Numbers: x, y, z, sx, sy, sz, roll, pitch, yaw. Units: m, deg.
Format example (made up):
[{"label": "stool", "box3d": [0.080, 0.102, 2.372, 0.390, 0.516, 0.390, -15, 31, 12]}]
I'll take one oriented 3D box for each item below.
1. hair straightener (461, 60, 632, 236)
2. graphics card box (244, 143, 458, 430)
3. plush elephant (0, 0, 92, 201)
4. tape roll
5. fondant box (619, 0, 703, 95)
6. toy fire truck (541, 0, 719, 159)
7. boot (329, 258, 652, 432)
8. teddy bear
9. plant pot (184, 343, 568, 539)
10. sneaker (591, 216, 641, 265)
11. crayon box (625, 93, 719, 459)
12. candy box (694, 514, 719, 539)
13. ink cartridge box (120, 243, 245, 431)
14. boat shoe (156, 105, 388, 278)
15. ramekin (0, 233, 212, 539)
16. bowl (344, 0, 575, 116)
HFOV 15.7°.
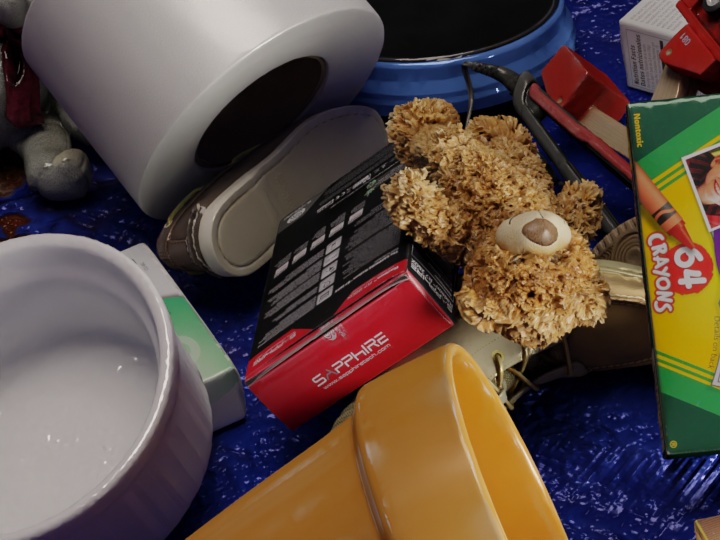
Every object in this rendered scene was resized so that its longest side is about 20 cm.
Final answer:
[{"label": "hair straightener", "box3d": [0.119, -0.068, 1.689, 0.077, 0.041, 0.200, -45, 57, 3]}, {"label": "graphics card box", "box3d": [0.000, 0.000, 1.578, 0.125, 0.051, 0.200, -35, 22, 21]}, {"label": "plush elephant", "box3d": [-0.245, -0.165, 1.832, 0.164, 0.155, 0.200, 15, 29, -3]}, {"label": "tape roll", "box3d": [-0.104, -0.150, 1.716, 0.202, 0.203, 0.139, -32, 72, -24]}, {"label": "fondant box", "box3d": [0.298, -0.161, 1.770, 0.199, 0.058, 0.144, 21, 48, 35]}, {"label": "toy fire truck", "box3d": [0.207, -0.111, 1.681, 0.141, 0.049, 0.200, -47, 38, 15]}, {"label": "boot", "box3d": [0.087, 0.064, 1.519, 0.199, 0.073, 0.156, 0, 35, 22]}, {"label": "teddy bear", "box3d": [0.081, -0.041, 1.520, 0.145, 0.067, 0.200, 27, 28, -13]}, {"label": "plant pot", "box3d": [0.006, 0.164, 1.337, 0.183, 0.201, 0.201, -24, 36, 10]}, {"label": "sneaker", "box3d": [0.231, -0.017, 1.594, 0.200, 0.112, 0.072, -30, 74, 25]}, {"label": "crayon box", "box3d": [0.245, -0.002, 1.472, 0.172, 0.201, 0.058, -6, -7, 4]}, {"label": "candy box", "box3d": [0.245, 0.199, 1.318, 0.115, 0.055, 0.200, -11, 37, 2]}, {"label": "ink cartridge box", "box3d": [-0.190, 0.072, 1.617, 0.199, 0.050, 0.161, -22, 38, -15]}, {"label": "boat shoe", "box3d": [-0.055, -0.053, 1.720, 0.059, 0.072, 0.200, -4, 25, 40]}, {"label": "ramekin", "box3d": [-0.182, 0.089, 1.505, 0.199, 0.098, 0.201, -11, 56, 16]}, {"label": "bowl", "box3d": [0.052, -0.169, 1.841, 0.200, 0.040, 0.201, -6, 28, 3]}]
